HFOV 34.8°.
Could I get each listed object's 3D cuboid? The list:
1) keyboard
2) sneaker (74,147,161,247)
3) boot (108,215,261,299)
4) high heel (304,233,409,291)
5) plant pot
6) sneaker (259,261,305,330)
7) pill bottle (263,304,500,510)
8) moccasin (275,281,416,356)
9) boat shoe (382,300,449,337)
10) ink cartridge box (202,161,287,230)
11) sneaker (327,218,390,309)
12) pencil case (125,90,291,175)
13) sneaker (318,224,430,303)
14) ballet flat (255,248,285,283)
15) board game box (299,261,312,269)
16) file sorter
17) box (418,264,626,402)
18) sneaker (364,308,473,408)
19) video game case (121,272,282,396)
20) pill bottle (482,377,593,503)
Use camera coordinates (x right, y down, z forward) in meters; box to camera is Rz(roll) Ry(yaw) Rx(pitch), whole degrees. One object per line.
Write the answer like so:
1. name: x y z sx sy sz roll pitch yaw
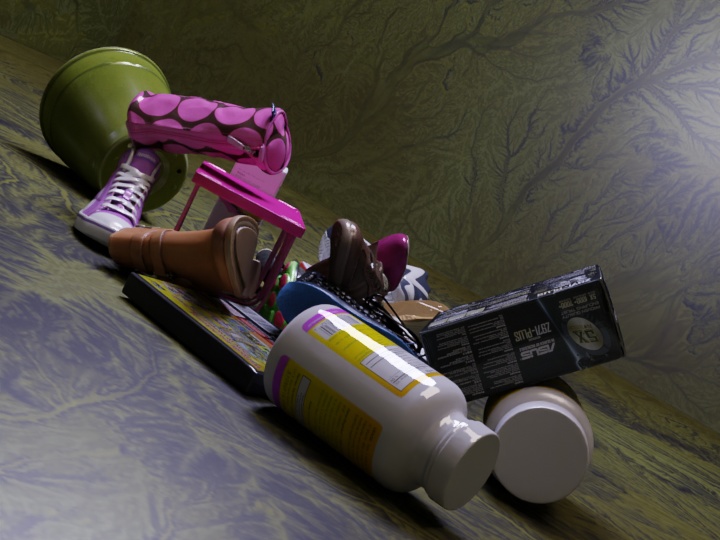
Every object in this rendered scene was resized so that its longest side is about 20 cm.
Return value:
1. keyboard: 0.021 0.059 1.286 0.200 0.040 0.104 40 16 3
2. sneaker: -0.278 -0.090 1.345 0.072 0.115 0.201 27 7 -17
3. boot: -0.186 -0.019 1.189 0.153 0.074 0.200 14 -17 1
4. high heel: -0.004 -0.010 1.458 0.095 0.068 0.200 11 -13 -14
5. plant pot: -0.335 -0.184 1.632 0.200 0.201 0.193 23 20 -40
6. sneaker: -0.062 0.056 1.336 0.083 0.077 0.200 31 14 -27
7. pill bottle: 0.018 0.117 0.970 0.199 0.105 0.104 32 7 32
8. moccasin: 0.001 0.077 1.207 0.200 0.080 0.068 45 -3 0
9. boat shoe: 0.029 0.080 1.513 0.198 0.070 0.074 3 23 -21
10. ink cartridge box: -0.152 -0.096 1.538 0.067 0.201 0.117 27 6 -6
11. sneaker: 0.000 0.000 1.374 0.075 0.071 0.200 1 -27 -4
12. pencil case: -0.185 -0.166 1.380 0.198 0.091 0.094 8 34 18
13. sneaker: 0.031 0.010 1.667 0.129 0.080 0.199 24 8 -47
14. ballet flat: -0.092 0.016 1.502 0.067 0.057 0.200 54 -4 -29
15. board game box: -0.015 0.056 1.647 0.152 0.041 0.200 27 6 -14
16. file sorter: -0.158 -0.039 1.386 0.138 0.126 0.200 27 5 -9
17. box: 0.178 0.068 1.248 0.164 0.199 0.087 -25 97 -79
18. sneaker: 0.047 0.108 1.357 0.199 0.075 0.087 28 12 5
19. video game case: -0.113 0.073 1.134 0.200 0.026 0.180 33 8 36
20. pill bottle: 0.184 0.173 1.206 0.114 0.115 0.200 28 6 5
